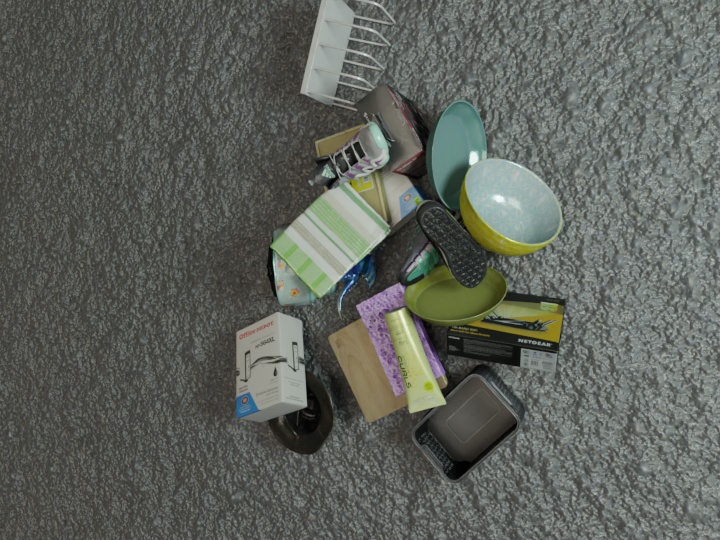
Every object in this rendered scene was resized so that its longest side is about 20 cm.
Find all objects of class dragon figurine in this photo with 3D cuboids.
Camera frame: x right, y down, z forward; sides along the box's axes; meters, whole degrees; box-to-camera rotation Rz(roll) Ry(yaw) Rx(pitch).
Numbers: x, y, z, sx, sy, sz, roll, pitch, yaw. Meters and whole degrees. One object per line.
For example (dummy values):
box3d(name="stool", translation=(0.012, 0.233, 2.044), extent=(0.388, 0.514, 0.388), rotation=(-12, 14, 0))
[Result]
box3d(name="dragon figurine", translation=(0.000, 0.000, 1.178), extent=(0.097, 0.059, 0.203), rotation=(-1, 56, 10))

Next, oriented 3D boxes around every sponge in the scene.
box3d(name="sponge", translation=(0.079, 0.138, 1.149), extent=(0.110, 0.030, 0.203), rotation=(-27, 83, 22))

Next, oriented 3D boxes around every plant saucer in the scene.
box3d(name="plant saucer", translation=(0.183, 0.049, 1.100), extent=(0.196, 0.201, 0.032), rotation=(-1, 121, 22))
box3d(name="plant saucer", translation=(0.176, -0.214, 1.078), extent=(0.036, 0.198, 0.204), rotation=(9, 97, 39))

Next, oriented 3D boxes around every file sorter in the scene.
box3d(name="file sorter", translation=(-0.019, -0.437, 1.169), extent=(0.123, 0.138, 0.204), rotation=(18, 100, 18))

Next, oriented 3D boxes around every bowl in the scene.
box3d(name="bowl", translation=(0.262, -0.099, 1.071), extent=(0.200, 0.199, 0.108), rotation=(45, 143, 13))

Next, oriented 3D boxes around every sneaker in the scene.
box3d(name="sneaker", translation=(0.167, -0.059, 1.068), extent=(0.071, 0.083, 0.201), rotation=(-35, 110, 4))
box3d(name="sneaker", translation=(-0.032, -0.191, 1.037), extent=(0.138, 0.200, 0.079), rotation=(-27, 87, -15))
box3d(name="sneaker", translation=(0.127, -0.060, 1.150), extent=(0.087, 0.075, 0.200), rotation=(36, 75, 27))

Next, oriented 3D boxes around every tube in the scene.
box3d(name="tube", translation=(0.100, 0.171, 1.104), extent=(0.058, 0.051, 0.204), rotation=(-15, 93, 60))

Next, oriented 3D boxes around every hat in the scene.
box3d(name="hat", translation=(-0.117, 0.314, 1.291), extent=(0.198, 0.080, 0.205), rotation=(-4, 83, 37))

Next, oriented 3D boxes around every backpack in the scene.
box3d(name="backpack", translation=(-0.123, -0.012, 1.206), extent=(0.150, 0.200, 0.180), rotation=(-2, 92, 5))

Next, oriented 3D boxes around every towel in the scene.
box3d(name="towel", translation=(-0.058, -0.063, 1.112), extent=(0.200, 0.031, 0.149), rotation=(-44, 80, -12))

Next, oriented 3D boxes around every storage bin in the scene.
box3d(name="storage bin", translation=(0.216, 0.304, 1.144), extent=(0.135, 0.093, 0.200), rotation=(47, 109, 13))

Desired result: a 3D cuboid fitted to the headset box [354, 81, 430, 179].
box3d(name="headset box", translation=(0.077, -0.265, 1.105), extent=(0.074, 0.199, 0.150), rotation=(-31, 83, 21))

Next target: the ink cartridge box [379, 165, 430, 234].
box3d(name="ink cartridge box", translation=(0.043, -0.189, 1.196), extent=(0.115, 0.066, 0.202), rotation=(-37, 80, 22))

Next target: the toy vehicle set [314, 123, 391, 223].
box3d(name="toy vehicle set", translation=(-0.016, -0.183, 1.171), extent=(0.122, 0.026, 0.204), rotation=(-12, 90, 24))

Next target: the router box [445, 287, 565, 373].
box3d(name="router box", translation=(0.273, 0.105, 1.070), extent=(0.196, 0.158, 0.053), rotation=(7, 124, 21))

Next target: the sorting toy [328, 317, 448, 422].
box3d(name="sorting toy", translation=(0.063, 0.184, 1.212), extent=(0.197, 0.069, 0.203), rotation=(-30, 82, 21))

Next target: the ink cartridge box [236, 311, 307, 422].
box3d(name="ink cartridge box", translation=(-0.200, 0.214, 1.266), extent=(0.144, 0.084, 0.203), rotation=(-25, 58, 30))
